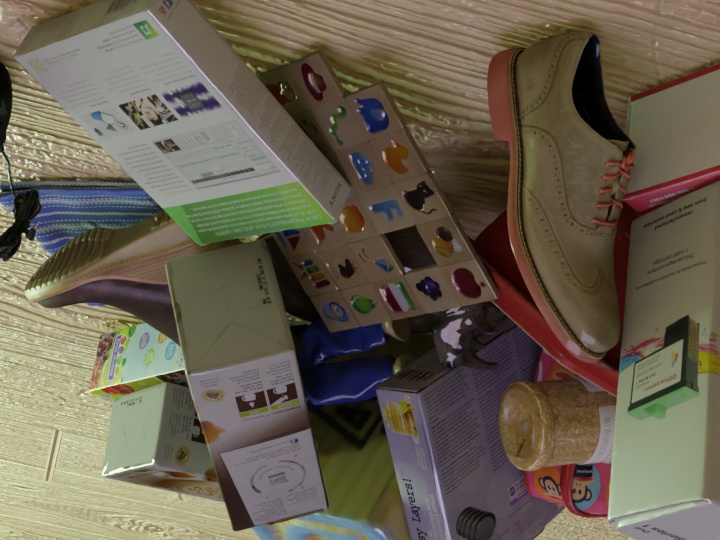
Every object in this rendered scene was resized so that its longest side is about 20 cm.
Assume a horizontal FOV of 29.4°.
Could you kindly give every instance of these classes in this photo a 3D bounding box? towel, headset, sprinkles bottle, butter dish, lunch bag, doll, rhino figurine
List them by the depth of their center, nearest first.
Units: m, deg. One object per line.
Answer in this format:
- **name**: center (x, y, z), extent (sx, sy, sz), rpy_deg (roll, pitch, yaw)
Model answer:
- **headset**: center (-0.298, -0.099, 0.969), extent (0.123, 0.095, 0.200), rpy_deg (-10, 137, 34)
- **butter dish**: center (0.187, -0.002, 0.969), extent (0.199, 0.148, 0.200), rpy_deg (30, -171, -38)
- **rhino figurine**: center (0.039, 0.004, 1.028), extent (0.087, 0.060, 0.200), rpy_deg (-37, 104, 21)
- **sprinkles bottle**: center (0.205, 0.111, 1.049), extent (0.198, 0.069, 0.068), rpy_deg (-2, 160, -25)
- **lunch bag**: center (0.234, 0.116, 1.155), extent (0.198, 0.178, 0.082), rpy_deg (6, -177, -34)
- **doll**: center (-0.051, 0.091, 1.182), extent (0.198, 0.138, 0.048), rpy_deg (-13, 175, 22)
- **towel**: center (-0.211, -0.019, 1.187), extent (0.143, 0.024, 0.200), rpy_deg (0, 153, 15)

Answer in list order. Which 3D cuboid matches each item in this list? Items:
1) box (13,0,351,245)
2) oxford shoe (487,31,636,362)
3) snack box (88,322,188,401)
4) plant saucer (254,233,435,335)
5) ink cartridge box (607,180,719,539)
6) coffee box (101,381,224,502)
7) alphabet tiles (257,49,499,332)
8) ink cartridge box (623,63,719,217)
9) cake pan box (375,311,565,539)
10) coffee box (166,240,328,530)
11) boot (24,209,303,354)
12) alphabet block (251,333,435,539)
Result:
- **box**: center (-0.117, -0.098, 0.917), extent (0.143, 0.037, 0.200), rpy_deg (-7, 135, 41)
- **oxford shoe**: center (0.132, -0.047, 0.828), extent (0.074, 0.202, 0.070), rpy_deg (-17, 173, 36)
- **snack box**: center (-0.141, 0.102, 1.349), extent (0.168, 0.068, 0.199), rpy_deg (25, 154, -38)
- **plant saucer**: center (0.000, 0.000, 1.147), extent (0.198, 0.032, 0.201), rpy_deg (7, 155, 3)
- **ink cartridge box**: center (0.233, 0.072, 0.825), extent (0.144, 0.202, 0.084), rpy_deg (23, 152, -26)
- **coffee box**: center (-0.132, 0.175, 1.323), extent (0.199, 0.081, 0.114), rpy_deg (18, 158, -32)
- **alphabet tiles**: center (-0.012, -0.051, 0.947), extent (0.166, 0.008, 0.201), rpy_deg (-13, 114, 45)
- **ink cartridge box**: center (0.285, -0.053, 0.883), extent (0.144, 0.085, 0.199), rpy_deg (-17, 143, 43)
- **cake pan box**: center (0.109, 0.140, 1.140), extent (0.052, 0.199, 0.186), rpy_deg (5, 116, 42)
- **coffee box**: center (-0.084, 0.092, 1.044), extent (0.079, 0.115, 0.201), rpy_deg (-13, 136, -4)
- **boot**: center (-0.166, 0.037, 1.142), extent (0.198, 0.073, 0.167), rpy_deg (-18, 121, 26)
- **alphabet block**: center (0.035, 0.192, 1.239), extent (0.195, 0.201, 0.196), rpy_deg (3, 138, 42)
